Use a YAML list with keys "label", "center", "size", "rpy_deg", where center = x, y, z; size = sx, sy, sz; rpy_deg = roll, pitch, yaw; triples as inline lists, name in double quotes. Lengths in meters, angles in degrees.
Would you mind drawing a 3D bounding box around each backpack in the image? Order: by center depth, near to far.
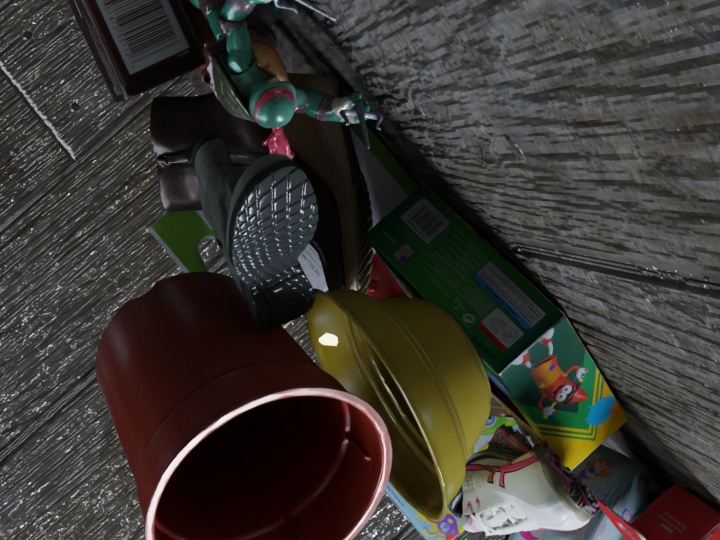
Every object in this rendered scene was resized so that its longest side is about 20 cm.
- label: "backpack"
  center: [0.207, 0.245, 1.538]
  size: [0.150, 0.178, 0.200]
  rpy_deg: [24, 165, 30]

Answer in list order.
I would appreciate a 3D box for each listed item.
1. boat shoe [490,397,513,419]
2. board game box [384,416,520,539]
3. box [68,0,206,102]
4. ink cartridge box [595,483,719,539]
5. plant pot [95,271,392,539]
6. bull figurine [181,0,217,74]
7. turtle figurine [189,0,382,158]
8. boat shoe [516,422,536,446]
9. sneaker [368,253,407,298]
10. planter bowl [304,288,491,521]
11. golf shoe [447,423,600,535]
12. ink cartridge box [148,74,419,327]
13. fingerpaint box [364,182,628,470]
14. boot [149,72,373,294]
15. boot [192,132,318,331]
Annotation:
- label: "boat shoe"
  center: [0.111, 0.102, 1.584]
  size: [0.072, 0.076, 0.200]
  rpy_deg: [46, 165, -21]
- label: "board game box"
  center: [0.118, 0.183, 1.791]
  size: [0.103, 0.200, 0.105]
  rpy_deg: [48, 177, 3]
- label: "box"
  center: [-0.183, -0.194, 1.398]
  size: [0.200, 0.075, 0.101]
  rpy_deg: [-151, 37, -80]
- label: "ink cartridge box"
  center: [0.288, 0.249, 1.411]
  size: [0.200, 0.067, 0.116]
  rpy_deg: [50, 176, -12]
- label: "plant pot"
  center: [-0.106, 0.114, 1.357]
  size: [0.201, 0.200, 0.195]
  rpy_deg: [52, 180, -45]
- label: "bull figurine"
  center: [-0.129, -0.211, 1.486]
  size: [0.121, 0.065, 0.201]
  rpy_deg: [47, 156, 39]
- label: "turtle figurine"
  center: [-0.068, -0.158, 1.261]
  size: [0.150, 0.100, 0.200]
  rpy_deg: [59, 179, -43]
- label: "boat shoe"
  center: [0.144, 0.105, 1.676]
  size: [0.200, 0.060, 0.074]
  rpy_deg: [51, -166, -34]
- label: "sneaker"
  center: [0.000, 0.000, 1.564]
  size: [0.199, 0.116, 0.078]
  rpy_deg: [27, 147, -4]
- label: "planter bowl"
  center: [0.043, 0.084, 1.330]
  size: [0.201, 0.083, 0.201]
  rpy_deg: [55, 164, 24]
- label: "golf shoe"
  center: [0.127, 0.184, 1.382]
  size: [0.073, 0.092, 0.200]
  rpy_deg: [48, 173, -8]
- label: "ink cartridge box"
  center: [-0.063, -0.048, 1.504]
  size: [0.148, 0.200, 0.076]
  rpy_deg: [49, 177, -2]
- label: "fingerpaint box"
  center: [0.109, 0.047, 1.415]
  size: [0.200, 0.073, 0.167]
  rpy_deg: [47, 176, 41]
- label: "boot"
  center: [-0.081, -0.061, 1.443]
  size: [0.072, 0.165, 0.201]
  rpy_deg: [-43, -56, -73]
- label: "boot"
  center: [-0.090, -0.051, 1.267]
  size: [0.131, 0.067, 0.200]
  rpy_deg: [58, 163, 26]
